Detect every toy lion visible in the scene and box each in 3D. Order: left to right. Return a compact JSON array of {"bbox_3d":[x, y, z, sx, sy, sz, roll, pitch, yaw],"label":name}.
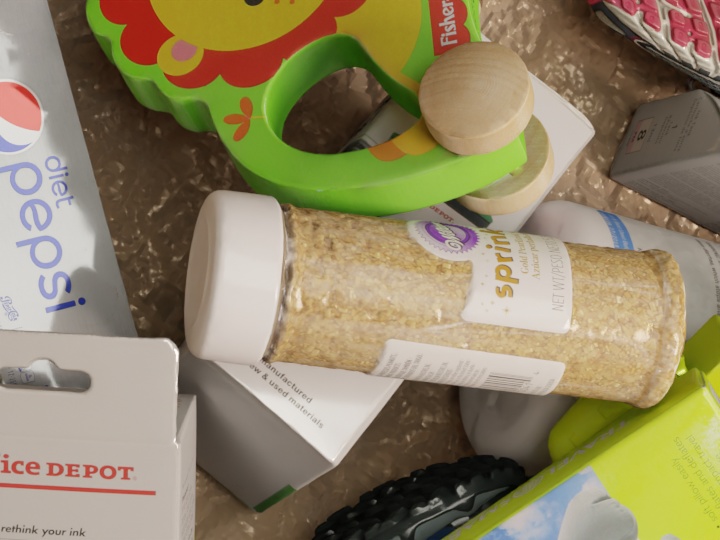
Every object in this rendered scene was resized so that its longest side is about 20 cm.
[{"bbox_3d":[-0.023,-0.109,1.094,0.190,0.069,0.201,-11,59,10],"label":"toy lion"}]

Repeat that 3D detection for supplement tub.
[{"bbox_3d":[0.159,0.051,1.216,0.199,0.132,0.133,15,77,-18],"label":"supplement tub"}]

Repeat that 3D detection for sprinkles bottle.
[{"bbox_3d":[0.030,0.013,1.041,0.198,0.068,0.069,7,79,-14],"label":"sprinkles bottle"}]

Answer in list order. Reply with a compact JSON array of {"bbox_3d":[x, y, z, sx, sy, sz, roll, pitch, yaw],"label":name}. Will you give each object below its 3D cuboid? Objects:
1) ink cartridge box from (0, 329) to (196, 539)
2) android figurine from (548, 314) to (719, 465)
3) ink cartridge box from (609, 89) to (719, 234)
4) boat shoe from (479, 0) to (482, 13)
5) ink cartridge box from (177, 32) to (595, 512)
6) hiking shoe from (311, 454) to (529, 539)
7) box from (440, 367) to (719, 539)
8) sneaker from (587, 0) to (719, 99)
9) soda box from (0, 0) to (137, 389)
[{"bbox_3d":[-0.128,0.113,1.069,0.114,0.068,0.202,3,105,3],"label":"ink cartridge box"},{"bbox_3d":[0.160,0.102,1.146,0.182,0.041,0.200,37,105,-27],"label":"android figurine"},{"bbox_3d":[0.232,-0.036,1.220,0.162,0.200,0.057,27,75,-16],"label":"ink cartridge box"},{"bbox_3d":[-0.044,-0.140,1.199,0.201,0.075,0.075,23,77,-5],"label":"boat shoe"},{"bbox_3d":[0.000,0.000,1.150,0.084,0.146,0.200,40,69,-3],"label":"ink cartridge box"},{"bbox_3d":[0.001,0.160,1.157,0.199,0.074,0.087,-34,100,1],"label":"hiking shoe"},{"bbox_3d":[0.095,0.147,1.084,0.199,0.048,0.122,-35,93,9],"label":"box"},{"bbox_3d":[0.196,-0.100,1.273,0.199,0.075,0.081,23,52,-20],"label":"sneaker"},{"bbox_3d":[-0.154,-0.027,1.138,0.068,0.063,0.202,-15,88,-21],"label":"soda box"}]
